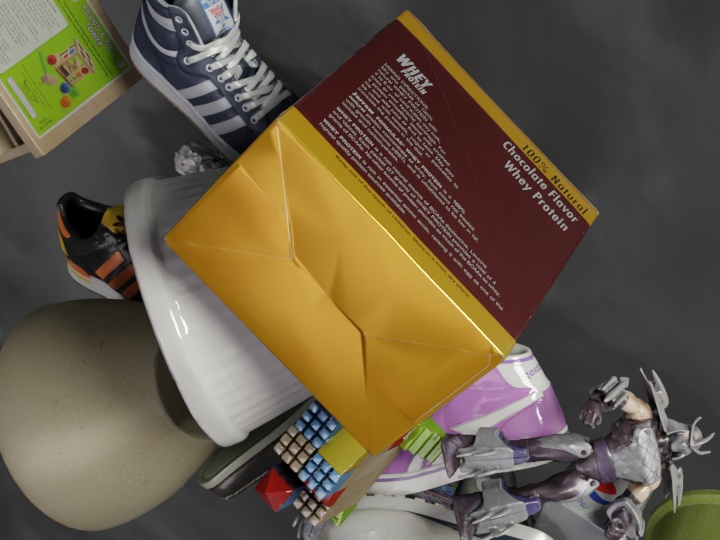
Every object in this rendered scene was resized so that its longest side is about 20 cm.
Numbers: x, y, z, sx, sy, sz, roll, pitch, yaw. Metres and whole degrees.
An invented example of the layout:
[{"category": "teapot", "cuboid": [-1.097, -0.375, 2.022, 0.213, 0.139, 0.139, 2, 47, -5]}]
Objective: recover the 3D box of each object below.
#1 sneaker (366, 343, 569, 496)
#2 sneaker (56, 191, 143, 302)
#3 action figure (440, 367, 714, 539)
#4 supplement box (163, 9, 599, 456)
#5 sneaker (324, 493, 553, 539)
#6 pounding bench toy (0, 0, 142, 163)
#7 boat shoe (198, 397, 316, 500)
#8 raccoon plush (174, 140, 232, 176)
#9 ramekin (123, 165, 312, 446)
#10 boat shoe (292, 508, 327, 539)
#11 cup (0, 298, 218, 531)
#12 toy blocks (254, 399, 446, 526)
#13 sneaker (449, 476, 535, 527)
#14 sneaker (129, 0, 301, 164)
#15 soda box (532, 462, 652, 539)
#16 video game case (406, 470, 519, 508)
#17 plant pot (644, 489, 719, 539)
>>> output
[{"category": "sneaker", "cuboid": [0.065, 0.110, 1.201, 0.200, 0.073, 0.115, -19, 99, 29]}, {"category": "sneaker", "cuboid": [-0.202, -0.013, 1.351, 0.199, 0.070, 0.090, 20, 142, 33]}, {"category": "action figure", "cuboid": [0.163, 0.145, 1.102, 0.199, 0.069, 0.131, -13, 100, 4]}, {"category": "supplement box", "cuboid": [0.020, -0.030, 0.985, 0.197, 0.200, 0.133, 46, 128, -4]}, {"category": "sneaker", "cuboid": [0.058, 0.235, 1.195, 0.199, 0.081, 0.076, 7, 151, 23]}, {"category": "pounding bench toy", "cuboid": [-0.311, -0.195, 1.227, 0.156, 0.124, 0.200, -10, 119, 49]}, {"category": "boat shoe", "cuboid": [-0.042, 0.126, 1.236, 0.061, 0.201, 0.072, 53, 169, -17]}, {"category": "raccoon plush", "cuboid": [-0.115, 0.008, 1.233, 0.200, 0.134, 0.097, 40, 146, 4]}, {"category": "ramekin", "cuboid": [-0.091, 0.017, 1.083, 0.094, 0.203, 0.203, -20, 120, 4]}, {"category": "boat shoe", "cuboid": [-0.019, 0.204, 1.359, 0.065, 0.074, 0.202, 38, 140, 16]}, {"category": "cup", "cuboid": [-0.187, 0.107, 1.260, 0.143, 0.200, 0.201, -19, 113, 35]}, {"category": "toy blocks", "cuboid": [-0.007, 0.122, 1.116, 0.100, 0.137, 0.200, 44, 113, 15]}, {"category": "sneaker", "cuboid": [0.097, 0.250, 1.283, 0.074, 0.082, 0.201, 26, 141, 21]}, {"category": "sneaker", "cuboid": [-0.090, -0.148, 1.107, 0.200, 0.070, 0.109, 38, 146, 12]}, {"category": "soda box", "cuboid": [0.176, 0.234, 1.243, 0.068, 0.063, 0.200, 32, 143, 17]}, {"category": "video game case", "cuboid": [0.052, 0.166, 1.330, 0.199, 0.023, 0.183, 16, 136, 32]}, {"category": "plant pot", "cuboid": [0.264, 0.303, 1.121, 0.199, 0.190, 0.201, 25, 141, 22]}]
